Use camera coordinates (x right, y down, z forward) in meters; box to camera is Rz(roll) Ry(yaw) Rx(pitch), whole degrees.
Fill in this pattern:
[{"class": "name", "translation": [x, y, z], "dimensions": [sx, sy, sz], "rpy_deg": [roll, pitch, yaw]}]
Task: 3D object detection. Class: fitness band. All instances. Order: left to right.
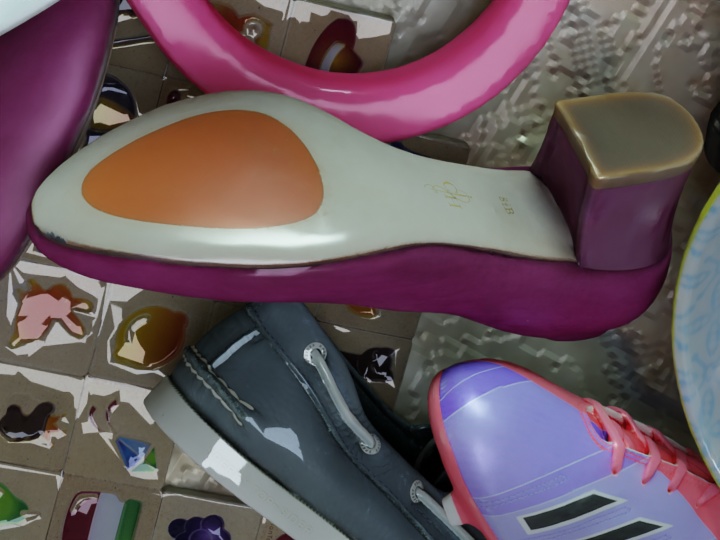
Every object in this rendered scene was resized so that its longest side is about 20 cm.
[{"class": "fitness band", "translation": [-0.017, -0.131, 0.801], "dimensions": [0.144, 0.037, 0.200], "rpy_deg": [-32, 108, 0]}]

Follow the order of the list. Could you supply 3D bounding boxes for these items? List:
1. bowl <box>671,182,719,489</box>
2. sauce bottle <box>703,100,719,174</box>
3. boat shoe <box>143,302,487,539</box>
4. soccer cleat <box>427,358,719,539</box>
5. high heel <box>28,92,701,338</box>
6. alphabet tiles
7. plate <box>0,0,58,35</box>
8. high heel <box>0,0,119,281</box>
[{"class": "bowl", "translation": [0.203, 0.007, 0.811], "dimensions": [0.200, 0.108, 0.200], "rpy_deg": [11, 121, 19]}, {"class": "sauce bottle", "translation": [0.141, -0.117, 0.809], "dimensions": [0.066, 0.066, 0.200], "rpy_deg": [0, 125, -10]}, {"class": "boat shoe", "translation": [0.025, 0.075, 0.860], "dimensions": [0.200, 0.073, 0.062], "rpy_deg": [37, 93, -26]}, {"class": "soccer cleat", "translation": [0.092, 0.074, 0.848], "dimensions": [0.076, 0.067, 0.200], "rpy_deg": [-25, 139, 24]}, {"class": "high heel", "translation": [0.000, 0.000, 0.797], "dimensions": [0.200, 0.067, 0.096], "rpy_deg": [-3, 141, -16]}, {"class": "alphabet tiles", "translation": [-0.062, 0.005, 0.860], "dimensions": [0.167, 0.008, 0.200], "rpy_deg": [12, 106, -13]}, {"class": "plate", "translation": [-0.071, -0.190, 0.742], "dimensions": [0.200, 0.032, 0.200], "rpy_deg": [-31, 82, 3]}, {"class": "high heel", "translation": [-0.152, -0.019, 0.796], "dimensions": [0.096, 0.067, 0.200], "rpy_deg": [29, 107, -22]}]
